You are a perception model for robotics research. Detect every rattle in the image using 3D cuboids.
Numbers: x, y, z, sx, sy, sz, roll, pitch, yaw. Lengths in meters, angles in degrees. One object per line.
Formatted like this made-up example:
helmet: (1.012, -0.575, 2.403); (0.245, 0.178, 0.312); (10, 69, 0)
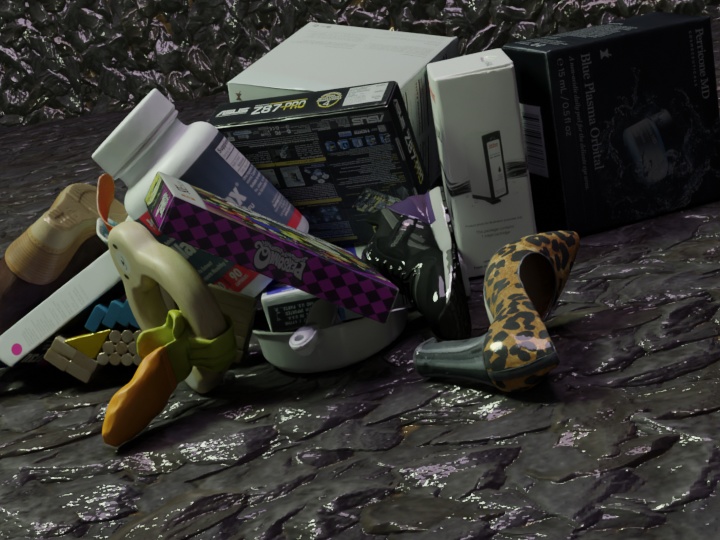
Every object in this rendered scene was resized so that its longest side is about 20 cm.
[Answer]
rattle: (-0.204, 0.031, 1.090); (0.142, 0.201, 0.130); (-38, -9, -14)

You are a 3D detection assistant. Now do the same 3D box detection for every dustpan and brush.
dustpan and brush: (-0.034, 0.054, 1.108); (0.137, 0.058, 0.200); (-9, 15, 8)

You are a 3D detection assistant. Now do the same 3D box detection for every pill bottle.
pill bottle: (-0.156, -0.070, 1.272); (0.119, 0.200, 0.120); (-43, 13, 12)

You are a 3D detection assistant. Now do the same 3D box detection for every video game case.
video game case: (-0.080, -0.022, 1.110); (0.198, 0.036, 0.181); (23, 5, -15)

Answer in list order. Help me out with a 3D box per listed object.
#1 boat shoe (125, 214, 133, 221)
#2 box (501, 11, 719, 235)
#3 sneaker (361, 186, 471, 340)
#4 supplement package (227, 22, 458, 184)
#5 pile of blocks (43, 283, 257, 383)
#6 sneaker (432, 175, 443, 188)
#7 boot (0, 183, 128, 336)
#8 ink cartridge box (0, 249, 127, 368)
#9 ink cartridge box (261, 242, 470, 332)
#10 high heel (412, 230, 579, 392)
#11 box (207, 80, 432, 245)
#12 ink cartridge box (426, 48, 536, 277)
boat shoe: (-0.193, -0.049, 1.359); (0.060, 0.073, 0.202); (22, 38, 6)
box: (0.273, -0.161, 1.425); (0.197, 0.200, 0.117); (-14, 15, -15)
sneaker: (0.046, 0.004, 1.173); (0.086, 0.077, 0.201); (-13, 30, 5)
supplement package: (-0.012, -0.164, 1.453); (0.188, 0.149, 0.200); (10, 32, 23)
pile of blocks: (-0.185, 0.049, 1.199); (0.197, 0.084, 0.062); (-8, 5, 5)
sneaker: (0.057, -0.110, 1.570); (0.075, 0.116, 0.199); (-5, 17, 28)
boot: (-0.311, 0.002, 1.315); (0.072, 0.167, 0.200); (37, 16, 5)
ink cartridge box: (-0.272, 0.044, 1.233); (0.199, 0.037, 0.095); (-35, -9, 9)
ink cartridge box: (0.000, 0.000, 1.325); (0.195, 0.044, 0.200); (-11, 16, 0)
high heel: (0.148, 0.027, 1.036); (0.200, 0.072, 0.142); (-40, 21, -30)
box: (-0.036, -0.099, 1.320); (0.197, 0.163, 0.049); (-5, 37, 23)
ink cartridge box: (0.123, -0.112, 1.343); (0.083, 0.203, 0.146); (-10, 14, 2)
